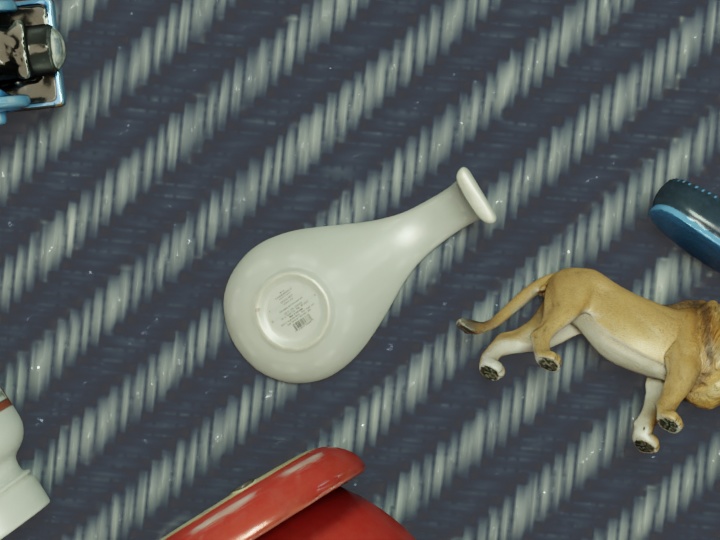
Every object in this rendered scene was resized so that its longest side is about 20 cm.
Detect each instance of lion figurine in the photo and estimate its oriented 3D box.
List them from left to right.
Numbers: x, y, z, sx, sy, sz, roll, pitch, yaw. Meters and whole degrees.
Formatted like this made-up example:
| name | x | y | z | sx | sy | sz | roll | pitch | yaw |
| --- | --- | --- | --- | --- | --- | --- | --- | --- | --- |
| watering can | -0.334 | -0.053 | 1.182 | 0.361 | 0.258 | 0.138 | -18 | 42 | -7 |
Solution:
| name | x | y | z | sx | sy | sz | roll | pitch | yaw |
| --- | --- | --- | --- | --- | --- | --- | --- | --- | --- |
| lion figurine | 0.172 | 0.041 | 1.042 | 0.199 | 0.073 | 0.123 | 29 | 58 | 6 |

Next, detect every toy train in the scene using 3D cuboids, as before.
| name | x | y | z | sx | sy | sz | roll | pitch | yaw |
| --- | --- | --- | --- | --- | --- | --- | --- | --- | --- |
| toy train | -0.281 | -0.128 | 1.019 | 0.199 | 0.114 | 0.087 | -7 | 95 | 1 |

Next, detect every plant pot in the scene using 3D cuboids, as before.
| name | x | y | z | sx | sy | sz | roll | pitch | yaw |
| --- | --- | --- | --- | --- | --- | --- | --- | --- | --- |
| plant pot | -0.041 | 0.223 | 0.993 | 0.200 | 0.200 | 0.183 | -33 | 83 | 1 |

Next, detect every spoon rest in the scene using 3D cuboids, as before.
| name | x | y | z | sx | sy | sz | roll | pitch | yaw |
| --- | --- | --- | --- | --- | --- | --- | --- | --- | --- |
| spoon rest | 0.000 | 0.000 | 1.058 | 0.199 | 0.061 | 0.100 | -31 | 90 | 15 |

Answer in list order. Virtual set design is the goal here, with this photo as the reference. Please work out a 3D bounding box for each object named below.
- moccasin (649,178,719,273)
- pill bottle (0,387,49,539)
| name | x | y | z | sx | sy | sz | roll | pitch | yaw |
| --- | --- | --- | --- | --- | --- | --- | --- | --- | --- |
| moccasin | 0.280 | -0.015 | 1.047 | 0.199 | 0.080 | 0.068 | 28 | 87 | -15 |
| pill bottle | -0.288 | 0.089 | 1.028 | 0.112 | 0.112 | 0.201 | -33 | 92 | 1 |
